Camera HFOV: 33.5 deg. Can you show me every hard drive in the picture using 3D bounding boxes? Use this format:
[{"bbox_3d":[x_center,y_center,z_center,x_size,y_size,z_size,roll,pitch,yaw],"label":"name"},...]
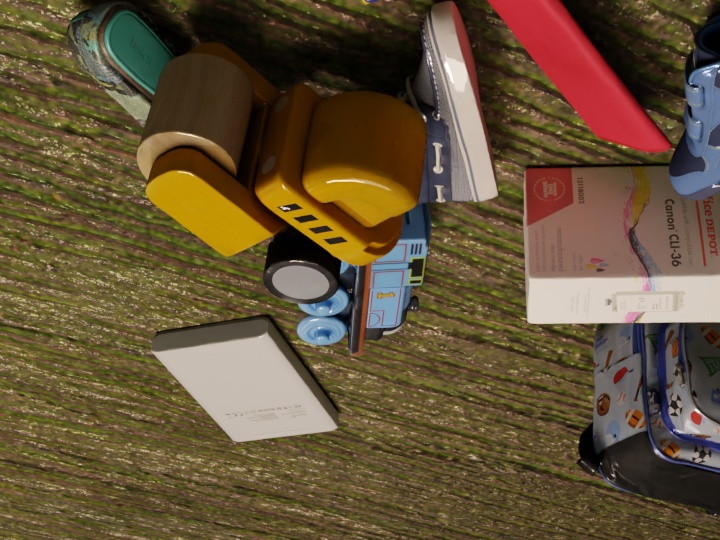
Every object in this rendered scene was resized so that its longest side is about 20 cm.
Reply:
[{"bbox_3d":[-0.119,0.121,1.282,0.131,0.026,0.200,-9,142,18],"label":"hard drive"}]

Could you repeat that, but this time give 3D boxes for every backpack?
[{"bbox_3d":[0.295,0.104,1.076,0.199,0.191,0.154,21,136,-28],"label":"backpack"}]

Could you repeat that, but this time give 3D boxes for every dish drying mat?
[{"bbox_3d":[0.151,-0.151,0.855,0.200,0.018,0.077,41,174,-39],"label":"dish drying mat"}]

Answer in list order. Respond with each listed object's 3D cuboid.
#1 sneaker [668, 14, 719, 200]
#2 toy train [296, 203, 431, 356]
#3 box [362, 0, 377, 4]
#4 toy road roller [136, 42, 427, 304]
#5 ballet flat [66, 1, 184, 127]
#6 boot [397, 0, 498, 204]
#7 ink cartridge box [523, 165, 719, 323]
[{"bbox_3d":[0.262,-0.133,0.856,0.082,0.074,0.200,15,137,-7],"label":"sneaker"},{"bbox_3d":[0.000,0.000,1.056,0.113,0.087,0.201,0,144,-3],"label":"toy train"},{"bbox_3d":[-0.003,-0.259,0.708,0.064,0.070,0.200,-12,141,18],"label":"box"},{"bbox_3d":[-0.043,-0.082,0.851,0.146,0.123,0.200,-25,133,37],"label":"toy road roller"},{"bbox_3d":[-0.150,-0.132,0.917,0.074,0.075,0.200,-14,138,24],"label":"ballet flat"},{"bbox_3d":[0.047,-0.113,0.899,0.090,0.073,0.200,-9,143,9],"label":"boot"},{"bbox_3d":[0.233,-0.022,0.969,0.199,0.117,0.068,-1,144,6],"label":"ink cartridge box"}]
